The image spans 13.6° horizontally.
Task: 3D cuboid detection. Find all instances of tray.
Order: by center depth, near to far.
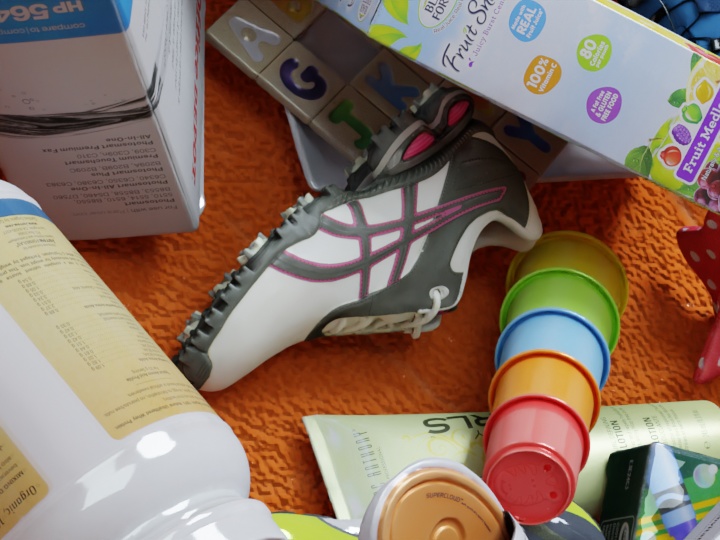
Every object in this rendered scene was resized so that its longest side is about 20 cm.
[{"bbox_3d":[0.047,-0.083,1.496,0.199,0.022,0.108,-4,62,-27],"label":"tray"}]

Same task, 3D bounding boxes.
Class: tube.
[{"bbox_3d":[0.075,0.091,1.379,0.199,0.058,0.052,-3,101,-22],"label":"tube"}]

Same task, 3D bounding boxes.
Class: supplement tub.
[{"bbox_3d":[-0.135,0.077,1.212,0.144,0.145,0.200,-27,66,-36],"label":"supplement tub"}]

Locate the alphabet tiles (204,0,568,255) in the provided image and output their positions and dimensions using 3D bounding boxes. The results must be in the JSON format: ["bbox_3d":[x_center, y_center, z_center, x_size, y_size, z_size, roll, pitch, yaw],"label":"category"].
[{"bbox_3d":[0.040,-0.117,1.497,0.167,0.008,0.200,39,51,3],"label":"alphabet tiles"}]

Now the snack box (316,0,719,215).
[{"bbox_3d":[0.088,-0.102,1.400,0.199,0.169,0.068,27,95,-12],"label":"snack box"}]

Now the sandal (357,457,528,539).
[{"bbox_3d":[0.069,0.168,1.244,0.079,0.059,0.207,-38,114,-34],"label":"sandal"}]

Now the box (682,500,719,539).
[{"bbox_3d":[0.211,0.159,1.316,0.200,0.041,0.156,-43,96,-18],"label":"box"}]

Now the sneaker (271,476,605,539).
[{"bbox_3d":[0.021,0.146,1.291,0.199,0.074,0.081,-9,42,-22],"label":"sneaker"}]

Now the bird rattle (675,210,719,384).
[{"bbox_3d":[0.260,0.009,1.458,0.200,0.163,0.113,36,32,-11],"label":"bird rattle"}]

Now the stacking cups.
[{"bbox_3d":[0.080,0.050,1.353,0.060,0.061,0.200,31,28,-4],"label":"stacking cups"}]

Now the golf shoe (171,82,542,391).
[{"bbox_3d":[0.000,0.000,1.371,0.200,0.077,0.088,-41,88,-24],"label":"golf shoe"}]

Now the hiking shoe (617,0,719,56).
[{"bbox_3d":[0.191,-0.097,1.538,0.200,0.074,0.087,46,49,8],"label":"hiking shoe"}]

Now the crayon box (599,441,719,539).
[{"bbox_3d":[0.200,0.163,1.361,0.199,0.052,0.126,15,77,-16],"label":"crayon box"}]

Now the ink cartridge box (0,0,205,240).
[{"bbox_3d":[-0.126,-0.125,1.323,0.084,0.200,0.147,-5,56,6],"label":"ink cartridge box"}]
